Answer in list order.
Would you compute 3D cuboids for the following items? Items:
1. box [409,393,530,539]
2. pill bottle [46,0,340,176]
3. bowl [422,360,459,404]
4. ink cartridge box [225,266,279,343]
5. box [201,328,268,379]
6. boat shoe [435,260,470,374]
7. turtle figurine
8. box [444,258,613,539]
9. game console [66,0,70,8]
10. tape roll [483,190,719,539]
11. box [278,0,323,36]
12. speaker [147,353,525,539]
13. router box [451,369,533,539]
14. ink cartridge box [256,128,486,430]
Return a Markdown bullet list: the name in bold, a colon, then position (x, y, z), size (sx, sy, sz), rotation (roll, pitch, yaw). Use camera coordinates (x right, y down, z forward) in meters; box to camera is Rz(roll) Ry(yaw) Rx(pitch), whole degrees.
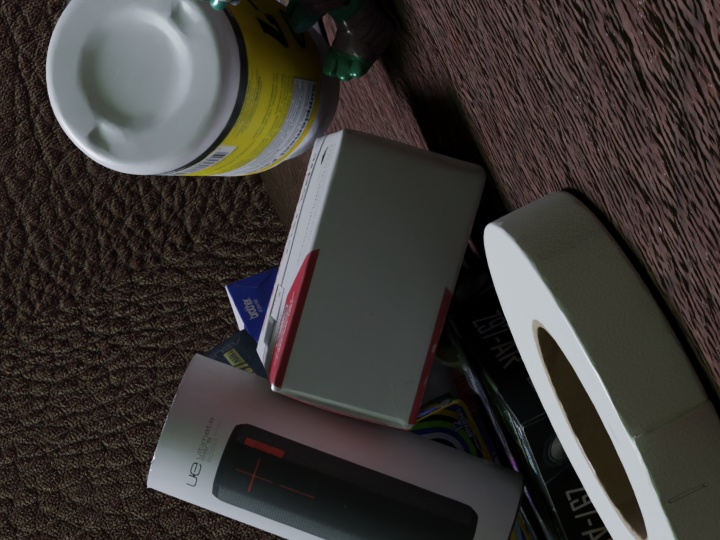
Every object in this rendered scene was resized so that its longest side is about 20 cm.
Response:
- **box**: position (0.073, 0.178, 1.120), size (0.200, 0.064, 0.070), rotation (64, 177, -2)
- **pill bottle**: position (-0.089, -0.112, 1.095), size (0.115, 0.114, 0.200), rotation (64, -162, 6)
- **bowl**: position (0.027, 0.115, 1.332), size (0.200, 0.074, 0.200), rotation (-136, 26, -70)
- **ink cartridge box**: position (-0.042, 0.107, 1.342), size (0.094, 0.044, 0.201), rotation (-122, 13, -61)
- **box**: position (-0.024, 0.150, 1.219), size (0.200, 0.051, 0.158), rotation (59, 171, -28)
- **boat shoe**: position (0.043, 0.008, 1.228), size (0.076, 0.072, 0.200), rotation (46, -169, -42)
- **turtle figurine**: position (-0.058, -0.195, 0.996), size (0.200, 0.100, 0.150), rotation (47, -157, -41)
- **box**: position (0.112, 0.113, 1.081), size (0.160, 0.043, 0.200), rotation (-121, 7, -59)
- **game console**: position (-0.146, -0.251, 1.244), size (0.177, 0.031, 0.201), rotation (-28, -56, -60)
- **tape roll**: position (0.112, 0.062, 0.796), size (0.203, 0.037, 0.203), rotation (155, 90, -86)
- **box**: position (-0.096, -0.268, 1.420), size (0.200, 0.048, 0.159), rotation (62, 176, 27)
- **speaker**: position (-0.015, 0.116, 1.037), size (0.199, 0.081, 0.081), rotation (21, 174, 1)
- **router box**: position (0.094, 0.135, 1.445), size (0.200, 0.049, 0.180), rotation (67, 175, -33)
- **ink cartridge box**: position (0.000, 0.000, 1.067), size (0.200, 0.083, 0.147), rotation (-158, 84, -84)
